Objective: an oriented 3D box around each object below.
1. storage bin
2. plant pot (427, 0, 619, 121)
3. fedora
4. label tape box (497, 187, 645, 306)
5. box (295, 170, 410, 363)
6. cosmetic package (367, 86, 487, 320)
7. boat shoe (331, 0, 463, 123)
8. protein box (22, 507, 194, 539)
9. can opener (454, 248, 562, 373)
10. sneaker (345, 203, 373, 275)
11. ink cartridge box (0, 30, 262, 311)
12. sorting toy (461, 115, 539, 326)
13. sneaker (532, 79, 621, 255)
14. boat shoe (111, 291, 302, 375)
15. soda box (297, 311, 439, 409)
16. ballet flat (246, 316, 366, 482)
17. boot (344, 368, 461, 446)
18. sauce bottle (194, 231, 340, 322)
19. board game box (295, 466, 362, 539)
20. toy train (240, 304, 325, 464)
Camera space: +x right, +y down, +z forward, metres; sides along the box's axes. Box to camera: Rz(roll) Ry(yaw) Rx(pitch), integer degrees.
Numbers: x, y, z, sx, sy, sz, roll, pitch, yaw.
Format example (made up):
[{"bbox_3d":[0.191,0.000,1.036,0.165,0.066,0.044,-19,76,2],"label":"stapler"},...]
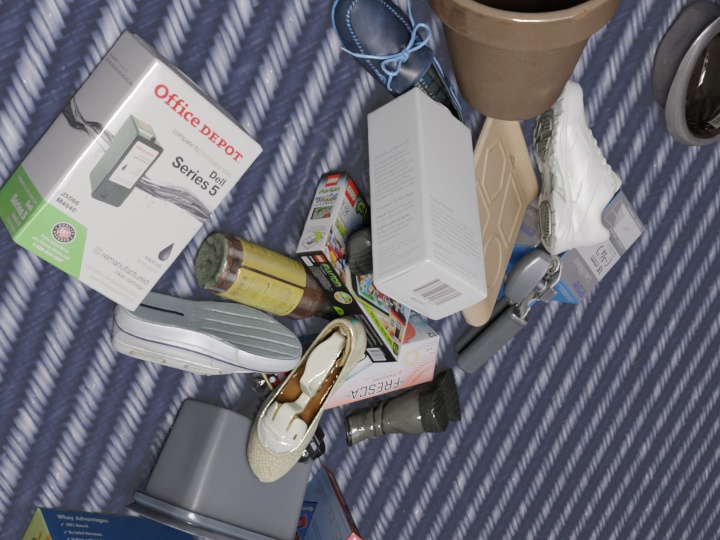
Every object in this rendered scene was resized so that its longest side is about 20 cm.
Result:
[{"bbox_3d":[-0.150,0.236,1.145,0.199,0.144,0.136,34,70,-42],"label":"storage bin"},{"bbox_3d":[0.157,-0.251,1.020,0.198,0.201,0.176,-26,147,-18],"label":"plant pot"},{"bbox_3d":[0.427,-0.258,1.249,0.175,0.090,0.202,-23,135,-19],"label":"fedora"},{"bbox_3d":[0.258,-0.030,1.293,0.200,0.063,0.144,-48,132,0],"label":"label tape box"},{"bbox_3d":[0.000,0.000,1.111,0.201,0.034,0.111,56,39,-43],"label":"box"},{"bbox_3d":[0.064,-0.067,1.001,0.073,0.203,0.101,-24,143,33],"label":"cosmetic package"},{"bbox_3d":[0.051,-0.216,1.030,0.199,0.069,0.085,33,97,-42],"label":"boat shoe"},{"bbox_3d":[-0.263,0.384,1.099,0.197,0.200,0.136,18,107,-40],"label":"protein box"},{"bbox_3d":[0.174,0.046,1.256,0.066,0.054,0.200,28,124,-21],"label":"can opener"},{"bbox_3d":[0.032,-0.048,1.084,0.075,0.092,0.199,-18,178,24],"label":"sneaker"},{"bbox_3d":[-0.210,-0.088,0.920,0.201,0.084,0.145,-50,133,3],"label":"ink cartridge box"},{"bbox_3d":[0.143,-0.063,1.160,0.202,0.036,0.186,-63,148,-22],"label":"sorting toy"},{"bbox_3d":[0.259,-0.123,1.193,0.097,0.078,0.204,-4,100,-11],"label":"sneaker"},{"bbox_3d":[-0.161,0.074,1.052,0.197,0.074,0.067,18,127,-12],"label":"boat shoe"},{"bbox_3d":[-0.004,0.109,1.200,0.197,0.064,0.069,-12,124,-29],"label":"soda box"},{"bbox_3d":[-0.065,0.132,1.066,0.202,0.067,0.062,-58,166,-2],"label":"ballet flat"},{"bbox_3d":[0.052,0.172,1.271,0.128,0.069,0.200,-12,177,16],"label":"boot"},{"bbox_3d":[-0.085,0.017,1.086,0.198,0.065,0.065,24,103,-41],"label":"sauce bottle"},{"bbox_3d":[-0.056,0.313,1.209,0.019,0.200,0.103,44,90,-15],"label":"board game box"},{"bbox_3d":[-0.093,0.123,1.112,0.045,0.034,0.202,-25,103,17],"label":"toy train"}]
